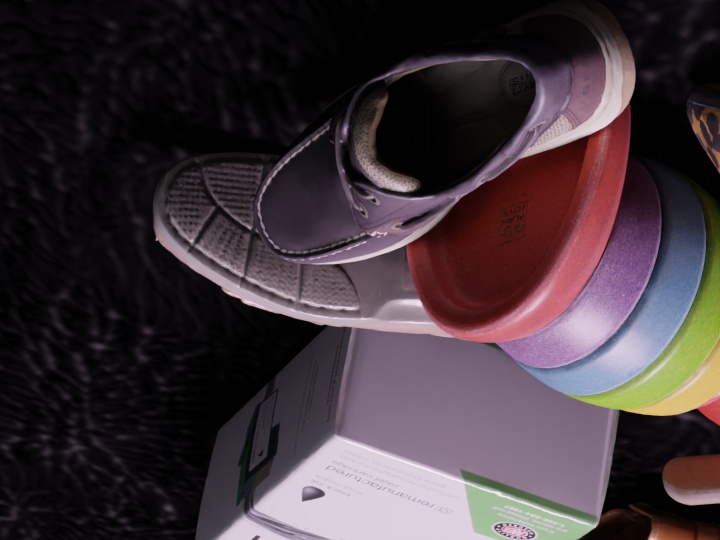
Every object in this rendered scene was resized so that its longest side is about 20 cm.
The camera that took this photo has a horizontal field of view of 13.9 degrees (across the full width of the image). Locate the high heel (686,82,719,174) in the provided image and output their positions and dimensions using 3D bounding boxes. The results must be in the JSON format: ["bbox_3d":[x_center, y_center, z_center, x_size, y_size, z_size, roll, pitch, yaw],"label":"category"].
[{"bbox_3d":[0.202,-0.015,1.249,0.142,0.071,0.200,37,172,16],"label":"high heel"}]

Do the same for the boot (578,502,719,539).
[{"bbox_3d":[0.215,0.159,1.536,0.154,0.074,0.200,28,145,-21],"label":"boot"}]

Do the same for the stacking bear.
[{"bbox_3d":[0.129,0.010,1.259,0.200,0.114,0.121,25,151,-35],"label":"stacking bear"}]

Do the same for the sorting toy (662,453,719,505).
[{"bbox_3d":[0.257,0.080,1.345,0.185,0.037,0.200,-7,175,29],"label":"sorting toy"}]

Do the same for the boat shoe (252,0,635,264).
[{"bbox_3d":[0.020,-0.053,1.192,0.200,0.072,0.065,-23,173,40],"label":"boat shoe"}]

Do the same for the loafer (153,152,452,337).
[{"bbox_3d":[0.000,0.000,1.324,0.199,0.072,0.063,12,159,-9],"label":"loafer"}]

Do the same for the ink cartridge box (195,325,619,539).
[{"bbox_3d":[0.019,0.104,1.485,0.146,0.085,0.200,20,150,-15],"label":"ink cartridge box"}]
